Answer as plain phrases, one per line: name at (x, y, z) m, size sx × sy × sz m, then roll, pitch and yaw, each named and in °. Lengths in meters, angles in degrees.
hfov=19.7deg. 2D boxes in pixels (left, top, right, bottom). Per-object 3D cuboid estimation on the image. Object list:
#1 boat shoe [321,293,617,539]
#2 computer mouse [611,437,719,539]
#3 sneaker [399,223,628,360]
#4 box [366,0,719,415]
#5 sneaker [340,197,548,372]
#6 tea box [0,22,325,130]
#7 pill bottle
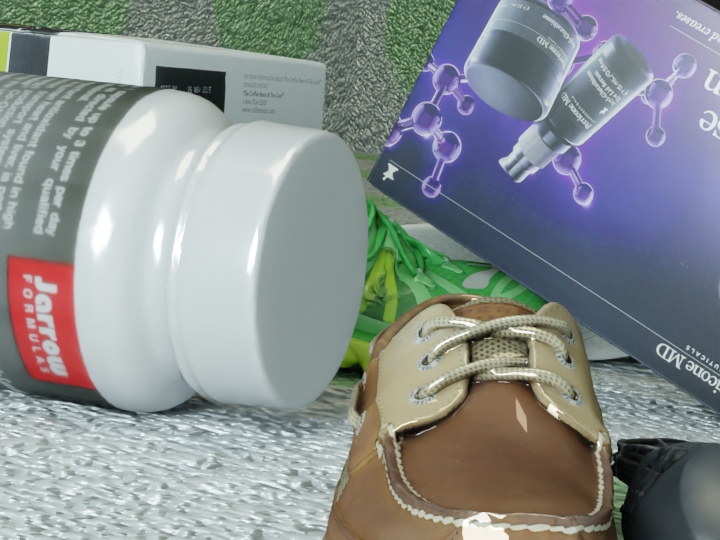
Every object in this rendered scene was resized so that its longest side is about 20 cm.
boat shoe at (0.027, 0.042, 0.523) m, size 0.075 × 0.072 × 0.200 m, roll 5°, pitch 5°, yaw -5°
computer mouse at (0.098, 0.059, 0.555) m, size 0.058 × 0.034 × 0.200 m, roll 25°, pitch 5°, yaw 3°
sneaker at (0.103, 0.001, 1.050) m, size 0.199 × 0.071 × 0.099 m, roll 5°, pitch 8°, yaw 43°
box at (0.123, -0.047, 0.863) m, size 0.200 × 0.142 × 0.079 m, roll 34°, pitch 19°, yaw 22°
sneaker at (0.000, 0.000, 0.892) m, size 0.199 × 0.084 × 0.074 m, roll 4°, pitch 5°, yaw -25°
tea box at (-0.150, -0.054, 1.047) m, size 0.196 × 0.135 × 0.200 m, roll 9°, pitch 6°, yaw 24°
pill bottle at (-0.107, -0.012, 0.739) m, size 0.199 × 0.115 × 0.114 m, roll 8°, pitch 6°, yaw 22°
